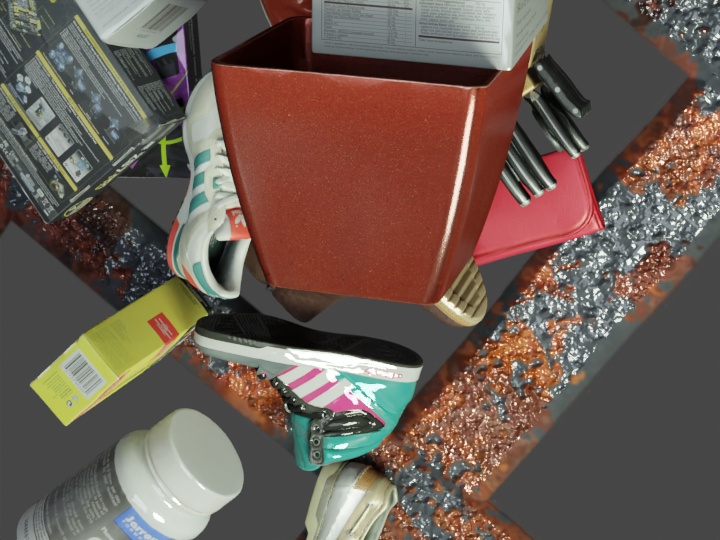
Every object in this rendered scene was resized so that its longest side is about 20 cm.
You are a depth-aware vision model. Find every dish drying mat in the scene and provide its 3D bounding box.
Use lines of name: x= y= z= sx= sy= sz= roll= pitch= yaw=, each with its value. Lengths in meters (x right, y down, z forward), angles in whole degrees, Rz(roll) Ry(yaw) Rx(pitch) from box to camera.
dish drying mat: x=0.101 y=-0.043 z=1.434 sx=0.200 sy=0.018 sz=0.077 roll=-16 pitch=99 yaw=21

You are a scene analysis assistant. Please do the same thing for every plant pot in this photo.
plant pot: x=0.011 y=-0.082 z=1.281 sx=0.200 sy=0.200 sz=0.176 roll=7 pitch=109 yaw=14

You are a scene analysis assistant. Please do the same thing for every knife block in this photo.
knife block: x=0.091 y=-0.152 z=1.373 sx=0.200 sy=0.064 sz=0.176 roll=13 pitch=104 yaw=12

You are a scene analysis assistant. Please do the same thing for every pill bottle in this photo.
pill bottle: x=-0.210 y=0.217 z=1.556 sx=0.200 sy=0.114 sz=0.114 roll=-37 pitch=93 yaw=23

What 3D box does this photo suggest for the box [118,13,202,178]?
box: x=-0.211 y=-0.181 z=1.481 sx=0.143 sy=0.036 sz=0.200 roll=1 pitch=105 yaw=17

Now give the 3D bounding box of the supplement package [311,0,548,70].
supplement package: x=0.056 y=-0.266 z=1.229 sx=0.150 sy=0.152 sz=0.200 roll=7 pitch=114 yaw=14

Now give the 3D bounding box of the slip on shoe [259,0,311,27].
slip on shoe: x=-0.064 y=-0.260 z=1.399 sx=0.074 sy=0.061 sz=0.200 roll=-13 pitch=103 yaw=18

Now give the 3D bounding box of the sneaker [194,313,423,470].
sneaker: x=-0.055 y=0.111 z=1.483 sx=0.200 sy=0.084 sz=0.121 roll=12 pitch=107 yaw=-5

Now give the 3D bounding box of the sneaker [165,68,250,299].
sneaker: x=-0.110 y=-0.070 z=1.440 sx=0.093 sy=0.070 sz=0.200 roll=37 pitch=121 yaw=50

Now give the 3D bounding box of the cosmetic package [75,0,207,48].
cosmetic package: x=-0.220 y=-0.284 z=1.387 sx=0.074 sy=0.102 sz=0.200 roll=-37 pitch=83 yaw=15

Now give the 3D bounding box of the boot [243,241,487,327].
boot: x=0.000 y=0.000 z=1.447 sx=0.200 sy=0.072 sz=0.166 roll=47 pitch=134 yaw=2

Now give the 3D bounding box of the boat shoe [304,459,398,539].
boat shoe: x=-0.019 y=0.269 z=1.533 sx=0.068 sy=0.075 sz=0.200 roll=18 pitch=109 yaw=17

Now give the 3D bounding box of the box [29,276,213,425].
box: x=-0.201 y=0.065 z=1.461 sx=0.075 sy=0.200 sz=0.050 roll=-41 pitch=88 yaw=22

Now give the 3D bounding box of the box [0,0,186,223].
box: x=-0.265 y=-0.165 z=1.455 sx=0.161 sy=0.049 sz=0.200 roll=-37 pitch=87 yaw=32
